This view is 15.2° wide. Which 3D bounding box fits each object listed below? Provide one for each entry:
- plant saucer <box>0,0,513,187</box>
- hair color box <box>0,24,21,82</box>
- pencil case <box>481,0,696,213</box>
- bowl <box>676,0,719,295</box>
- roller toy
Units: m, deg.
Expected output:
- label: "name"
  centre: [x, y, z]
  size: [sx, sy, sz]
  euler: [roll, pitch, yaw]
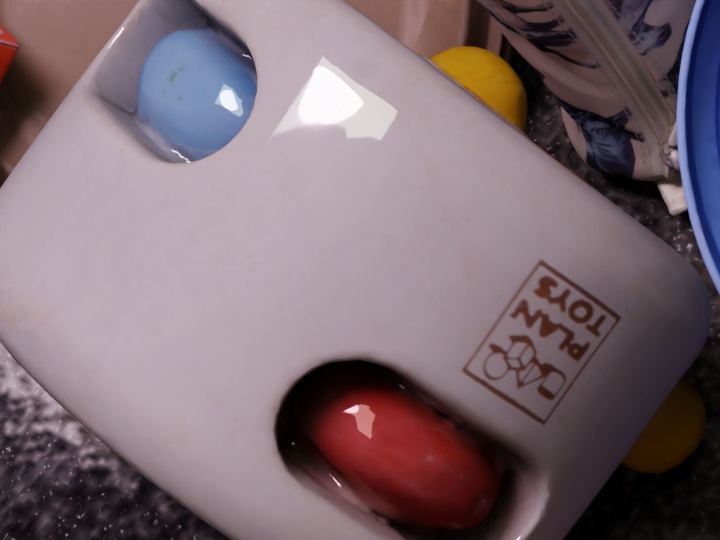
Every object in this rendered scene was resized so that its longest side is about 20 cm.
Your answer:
- label: "plant saucer"
  centre: [-0.049, -0.089, 0.866]
  size: [0.199, 0.029, 0.202]
  euler: [0, 90, 4]
- label: "hair color box"
  centre: [-0.201, -0.022, 0.867]
  size: [0.111, 0.064, 0.201]
  euler: [46, 114, 36]
- label: "pencil case"
  centre: [0.060, -0.097, 0.784]
  size: [0.078, 0.200, 0.090]
  euler: [-33, 56, 11]
- label: "bowl"
  centre: [0.187, -0.041, 0.742]
  size: [0.199, 0.039, 0.202]
  euler: [4, 102, 19]
- label: "roller toy"
  centre: [0.000, 0.000, 0.748]
  size: [0.200, 0.182, 0.140]
  euler: [38, 95, 11]
